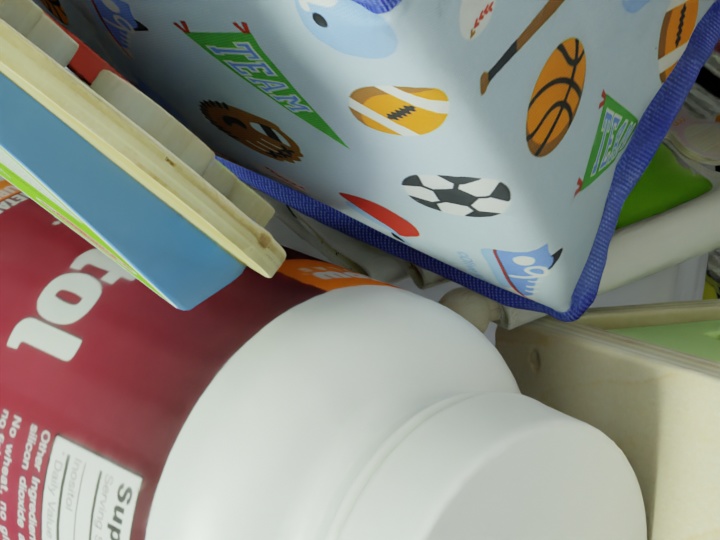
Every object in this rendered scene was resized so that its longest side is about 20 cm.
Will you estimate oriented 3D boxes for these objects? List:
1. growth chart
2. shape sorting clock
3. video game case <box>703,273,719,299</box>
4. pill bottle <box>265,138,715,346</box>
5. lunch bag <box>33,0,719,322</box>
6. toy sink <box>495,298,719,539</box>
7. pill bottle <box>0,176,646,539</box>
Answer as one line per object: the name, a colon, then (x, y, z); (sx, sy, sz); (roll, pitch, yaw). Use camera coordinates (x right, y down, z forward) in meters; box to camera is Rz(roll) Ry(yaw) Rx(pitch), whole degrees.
growth chart: (0.014, -0.047, 0.681); (0.200, 0.144, 0.018); (35, 136, 32)
shape sorting clock: (-0.096, -0.062, 0.529); (0.200, 0.039, 0.200); (38, 174, 5)
video game case: (0.097, 0.017, 0.957); (0.180, 0.026, 0.200); (39, 170, -14)
pill bottle: (0.000, 0.000, 0.743); (0.199, 0.120, 0.120); (10, 164, 12)
lunch bag: (-0.029, -0.097, 0.573); (0.199, 0.124, 0.170); (21, 162, 27)
toy sink: (0.149, 0.059, 0.616); (0.199, 0.113, 0.130); (-3, -173, -21)
pill bottle: (-0.031, 0.049, 0.600); (0.199, 0.113, 0.113); (20, 161, 43)
